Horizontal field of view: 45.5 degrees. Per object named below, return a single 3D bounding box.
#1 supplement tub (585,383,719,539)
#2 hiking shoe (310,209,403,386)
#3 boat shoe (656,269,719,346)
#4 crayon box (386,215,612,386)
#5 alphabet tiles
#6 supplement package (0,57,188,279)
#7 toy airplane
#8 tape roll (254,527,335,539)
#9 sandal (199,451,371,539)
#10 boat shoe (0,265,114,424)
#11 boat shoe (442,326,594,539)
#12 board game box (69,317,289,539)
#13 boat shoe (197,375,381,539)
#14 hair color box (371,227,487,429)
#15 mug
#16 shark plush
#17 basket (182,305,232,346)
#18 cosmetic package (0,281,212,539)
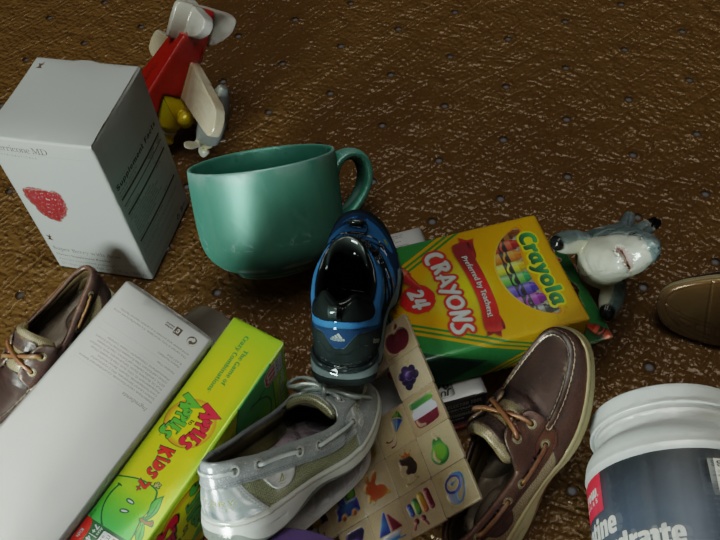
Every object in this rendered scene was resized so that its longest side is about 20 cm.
[{"bbox_3d":[0.244,0.203,0.644,0.139,0.141,0.202,-1,52,6],"label":"supplement tub"},{"bbox_3d":[0.000,0.000,0.704,0.073,0.087,0.201,1,38,1],"label":"hiking shoe"},{"bbox_3d":[0.385,0.024,0.822,0.198,0.073,0.072,-6,21,15],"label":"boat shoe"},{"bbox_3d":[0.117,0.024,0.781,0.198,0.051,0.128,-14,53,-9],"label":"crayon box"},{"bbox_3d":[-0.009,0.158,0.717,0.199,0.008,0.168,-37,55,23],"label":"alphabet tiles"},{"bbox_3d":[-0.277,-0.104,0.903,0.120,0.201,0.121,8,53,13],"label":"supplement package"},{"bbox_3d":[-0.209,-0.222,1.024,0.198,0.141,0.202,-12,59,39],"label":"toy airplane"},{"bbox_3d":[-0.060,0.284,0.575,0.198,0.202,0.085,-18,17,-8],"label":"tape roll"},{"bbox_3d":[-0.077,0.203,0.691,0.205,0.059,0.079,-30,61,-15],"label":"sandal"},{"bbox_3d":[-0.315,0.078,0.828,0.072,0.072,0.200,26,60,23],"label":"boat shoe"},{"bbox_3d":[0.121,0.136,0.689,0.072,0.072,0.202,30,95,46],"label":"boat shoe"},{"bbox_3d":[-0.125,0.145,0.633,0.047,0.102,0.201,25,58,14],"label":"board game box"},{"bbox_3d":[-0.047,0.121,0.637,0.074,0.066,0.202,6,23,33],"label":"boat shoe"},{"bbox_3d":[0.041,0.060,0.828,0.100,0.062,0.201,-13,52,-6],"label":"hair color box"},{"bbox_3d":[-0.078,-0.061,0.882,0.183,0.116,0.152,-6,16,6],"label":"mug"},{"bbox_3d":[0.258,-0.019,0.825,0.083,0.199,0.091,-37,78,25],"label":"shark plush"},{"bbox_3d":[-0.181,0.135,0.756,0.180,0.136,0.200,39,61,15],"label":"basket"},{"bbox_3d":[-0.199,0.122,0.619,0.084,0.108,0.201,34,56,2],"label":"cosmetic package"}]
